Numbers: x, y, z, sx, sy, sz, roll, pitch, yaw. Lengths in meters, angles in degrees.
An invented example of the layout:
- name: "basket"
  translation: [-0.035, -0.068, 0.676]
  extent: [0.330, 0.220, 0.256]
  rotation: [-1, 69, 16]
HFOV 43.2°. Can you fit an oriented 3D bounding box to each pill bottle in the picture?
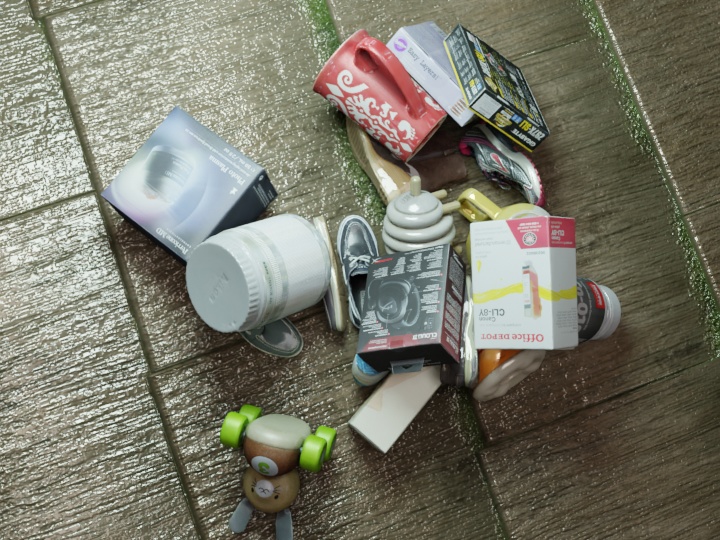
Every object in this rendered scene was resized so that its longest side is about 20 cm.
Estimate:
- name: "pill bottle"
  translation: [0.339, 0.064, 1.520]
  extent: [0.199, 0.114, 0.115]
  rotation: [6, 80, -40]

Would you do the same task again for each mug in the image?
- name: "mug"
  translation: [0.034, -0.283, 1.502]
  extent: [0.200, 0.178, 0.134]
  rotation: [42, 99, 1]
- name: "mug"
  translation: [0.250, -0.050, 1.549]
  extent: [0.186, 0.153, 0.150]
  rotation: [10, 82, -3]

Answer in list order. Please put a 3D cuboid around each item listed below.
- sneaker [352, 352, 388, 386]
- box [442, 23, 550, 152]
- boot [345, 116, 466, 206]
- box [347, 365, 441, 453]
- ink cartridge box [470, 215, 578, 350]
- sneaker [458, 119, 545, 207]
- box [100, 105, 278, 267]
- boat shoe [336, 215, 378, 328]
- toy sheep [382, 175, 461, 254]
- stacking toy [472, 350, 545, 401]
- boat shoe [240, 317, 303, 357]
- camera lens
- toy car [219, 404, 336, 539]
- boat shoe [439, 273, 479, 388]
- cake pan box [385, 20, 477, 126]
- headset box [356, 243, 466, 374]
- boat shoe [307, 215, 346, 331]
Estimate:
- name: "sneaker"
  translation: [0.052, 0.112, 1.551]
  extent: [0.076, 0.081, 0.200]
  rotation: [40, 60, 10]
- name: "box"
  translation: [0.226, -0.308, 1.526]
  extent: [0.159, 0.049, 0.201]
  rotation: [25, 36, -31]
- name: "boot"
  translation: [0.079, -0.220, 1.614]
  extent: [0.166, 0.072, 0.201]
  rotation: [-24, 83, -20]
- name: "box"
  translation: [0.071, 0.205, 1.528]
  extent: [0.078, 0.095, 0.200]
  rotation: [40, 79, 3]
- name: "ink cartridge box"
  translation: [0.251, 0.022, 1.399]
  extent: [0.083, 0.145, 0.201]
  rotation: [0, 88, -48]
- name: "sneaker"
  translation: [0.253, -0.177, 1.596]
  extent: [0.075, 0.081, 0.200]
  rotation: [-36, 61, -2]
- name: "box"
  translation: [-0.281, -0.126, 1.510]
  extent: [0.200, 0.123, 0.199]
  rotation: [35, 81, 15]
- name: "boat shoe"
  translation: [0.000, 0.000, 1.563]
  extent: [0.071, 0.068, 0.201]
  rotation: [-3, 82, -6]
- name: "toy sheep"
  translation: [0.101, -0.071, 1.544]
  extent: [0.137, 0.138, 0.201]
  rotation: [-11, 119, -6]
- name: "stacking toy"
  translation: [0.206, 0.108, 1.552]
  extent: [0.146, 0.146, 0.200]
  rotation: [-31, 69, -8]
- name: "boat shoe"
  translation: [-0.183, 0.079, 1.539]
  extent: [0.200, 0.062, 0.073]
  rotation: [37, 81, 1]
- name: "camera lens"
  translation: [-0.157, 0.002, 1.452]
  extent: [0.200, 0.160, 0.161]
  rotation: [-21, 82, -48]
- name: "toy car"
  translation: [-0.147, 0.340, 1.471]
  extent: [0.163, 0.158, 0.201]
  rotation: [14, 93, 9]
- name: "boat shoe"
  translation: [0.153, 0.093, 1.473]
  extent: [0.073, 0.075, 0.201]
  rotation: [-3, 58, 7]
- name: "cake pan box"
  translation: [0.147, -0.348, 1.573]
  extent: [0.200, 0.184, 0.052]
  rotation: [45, 116, 1]
- name: "headset box"
  translation: [0.082, 0.069, 1.447]
  extent: [0.148, 0.077, 0.201]
  rotation: [-11, 55, 28]
- name: "boat shoe"
  translation: [-0.068, 0.009, 1.559]
  extent: [0.064, 0.072, 0.201]
  rotation: [-13, 86, 5]
